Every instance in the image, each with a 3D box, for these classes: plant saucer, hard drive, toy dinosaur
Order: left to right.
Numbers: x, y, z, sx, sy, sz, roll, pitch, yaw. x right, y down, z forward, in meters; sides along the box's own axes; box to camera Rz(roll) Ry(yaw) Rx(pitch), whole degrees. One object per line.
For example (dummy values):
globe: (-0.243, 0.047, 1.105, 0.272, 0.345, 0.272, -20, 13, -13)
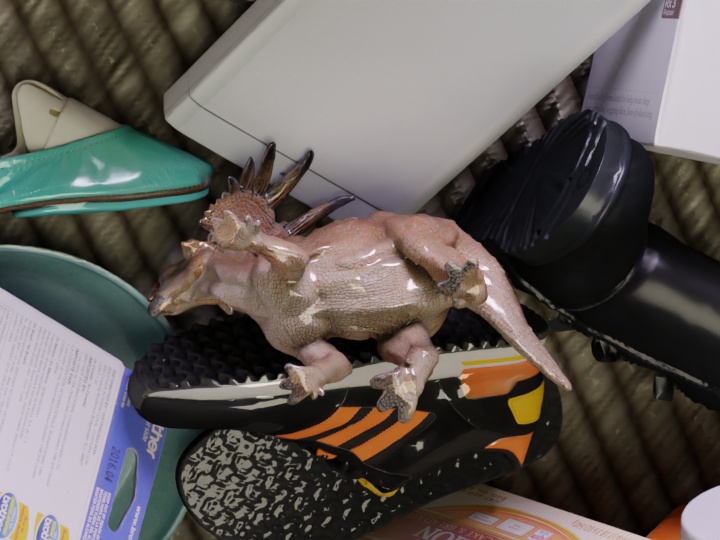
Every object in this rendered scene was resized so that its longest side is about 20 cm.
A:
plant saucer: (-0.174, 0.074, 1.432, 0.199, 0.036, 0.201, -4, 113, -8)
toy dinosaur: (0.000, 0.000, 1.343, 0.199, 0.136, 0.086, 7, 110, 3)
hard drive: (0.023, -0.104, 1.353, 0.132, 0.027, 0.200, 29, 125, -28)

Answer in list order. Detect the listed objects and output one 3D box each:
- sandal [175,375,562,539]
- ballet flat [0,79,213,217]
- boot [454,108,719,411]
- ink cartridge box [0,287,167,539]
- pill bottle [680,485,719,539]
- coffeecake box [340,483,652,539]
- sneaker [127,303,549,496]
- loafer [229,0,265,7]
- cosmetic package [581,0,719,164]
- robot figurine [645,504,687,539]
sandal: (0.002, 0.089, 1.465, 0.199, 0.048, 0.076, -12, 102, -21)
ballet flat: (-0.167, -0.049, 1.368, 0.199, 0.067, 0.071, -12, 96, -8)
boot: (0.137, 0.004, 1.380, 0.162, 0.198, 0.074, 31, 77, -10)
ink cartridge box: (-0.177, 0.066, 1.335, 0.200, 0.120, 0.042, 32, 146, -32)
pill bottle: (0.201, 0.204, 1.391, 0.115, 0.116, 0.201, -8, 106, -7)
coffeecake box: (0.029, 0.185, 1.406, 0.199, 0.153, 0.073, -30, 121, -36)
sneaker: (-0.008, 0.069, 1.395, 0.199, 0.070, 0.091, -7, 114, -14)
loafer: (-0.085, -0.191, 1.317, 0.075, 0.070, 0.200, -37, 114, 6)
cosmetic package: (0.214, -0.079, 1.390, 0.199, 0.113, 0.082, 9, 93, -13)
robot figurine: (0.167, 0.223, 1.514, 0.143, 0.117, 0.201, 0, 113, -10)
